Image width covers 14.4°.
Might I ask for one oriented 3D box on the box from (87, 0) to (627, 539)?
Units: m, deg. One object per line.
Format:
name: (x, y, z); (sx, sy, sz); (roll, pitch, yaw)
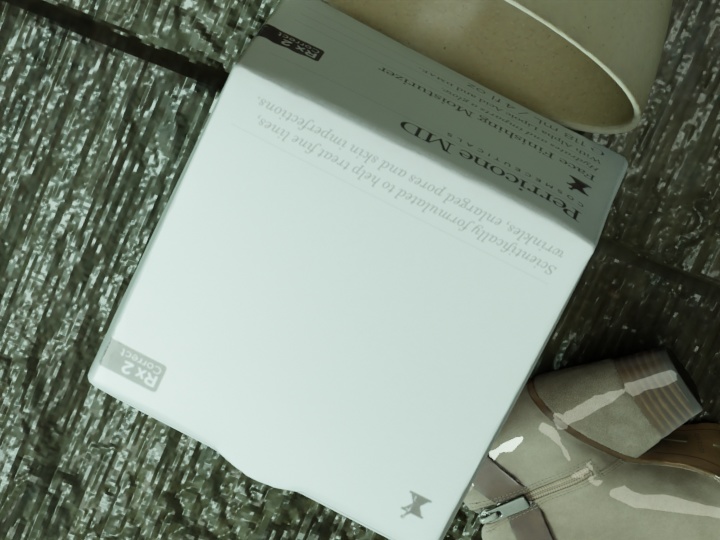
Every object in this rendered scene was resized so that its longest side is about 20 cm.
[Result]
box: (0.000, 0.000, 1.437); (0.199, 0.131, 0.200); (27, 116, 0)

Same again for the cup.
cup: (0.078, -0.177, 1.403); (0.200, 0.200, 0.144); (30, 80, -13)

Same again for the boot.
boot: (0.143, 0.134, 1.568); (0.146, 0.070, 0.200); (-31, 107, 13)
